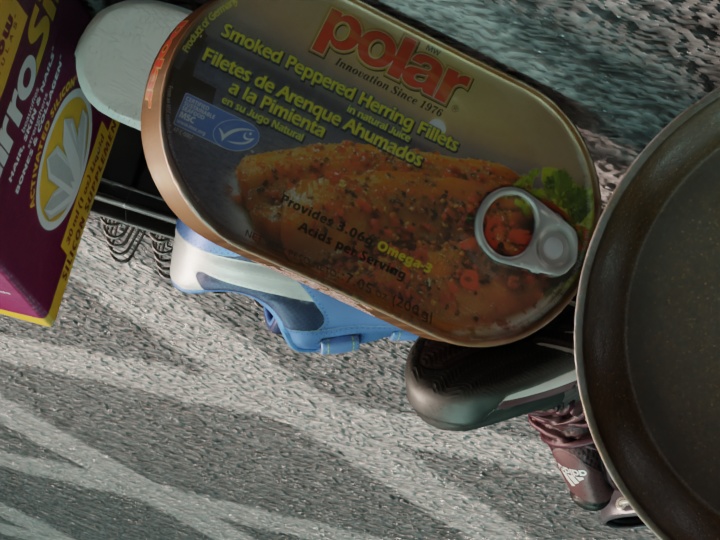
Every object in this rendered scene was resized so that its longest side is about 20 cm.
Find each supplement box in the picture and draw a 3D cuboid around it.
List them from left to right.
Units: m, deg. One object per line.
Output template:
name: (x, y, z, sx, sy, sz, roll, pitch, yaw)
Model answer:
supplement box: (-0.184, -0.072, 1.123, 0.103, 0.131, 0.200, 14, 166, 12)

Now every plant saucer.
plant saucer: (0.175, 0.022, 0.903, 0.200, 0.201, 0.034, 18, -175, 3)

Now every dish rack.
dish rack: (-0.072, -0.018, 1.338, 0.153, 0.055, 0.200, 19, 166, 4)

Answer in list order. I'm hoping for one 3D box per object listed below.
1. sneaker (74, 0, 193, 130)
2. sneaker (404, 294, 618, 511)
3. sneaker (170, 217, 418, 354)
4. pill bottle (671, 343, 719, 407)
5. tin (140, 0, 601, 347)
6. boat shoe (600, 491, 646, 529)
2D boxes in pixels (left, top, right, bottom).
sneaker: (-0.030, -0.062, 1.115, 0.200, 0.075, 0.088, 27, 177, -9)
sneaker: (0.091, 0.063, 1.126, 0.076, 0.116, 0.200, 15, -154, 34)
sneaker: (0.000, 0.000, 1.201, 0.200, 0.082, 0.074, 22, -159, -22)
pill bottle: (0.167, 0.018, 1.030, 0.114, 0.115, 0.200, 16, 171, 10)
tin: (0.005, -0.043, 1.028, 0.200, 0.112, 0.042, 25, 174, -22)
boat shoe: (0.214, 0.126, 1.311, 0.200, 0.063, 0.073, 13, 164, 30)
